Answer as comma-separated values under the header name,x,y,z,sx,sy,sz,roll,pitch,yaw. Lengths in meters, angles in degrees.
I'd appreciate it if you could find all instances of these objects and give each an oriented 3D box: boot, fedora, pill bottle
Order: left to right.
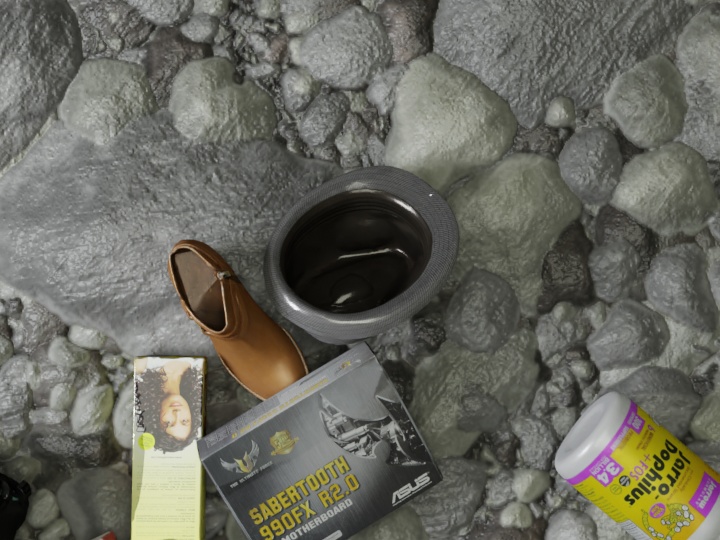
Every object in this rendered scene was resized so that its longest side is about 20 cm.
name,x,y,z,sx,sy,sz,roll,pitch,yaw
boot,-0.123,0.057,1.238,0.074,0.155,0.200,-41,90,-4
fedora,0.000,0.000,1.264,0.176,0.091,0.200,37,65,22
pill bottle,0.299,0.221,1.275,0.199,0.104,0.105,39,87,-1

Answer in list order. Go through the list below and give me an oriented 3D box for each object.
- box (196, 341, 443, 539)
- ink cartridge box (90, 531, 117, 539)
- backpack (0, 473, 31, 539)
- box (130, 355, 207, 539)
name,x,y,z,sx,sy,sz,roll,pitch,yaw
box,-0.039,0.189,1.264,0.199,0.048,0.159,-30,111,-4
ink cartridge box,-0.262,0.377,1.260,0.116,0.068,0.202,-25,87,-4
backpack,-0.439,0.235,1.208,0.198,0.176,0.155,23,83,3
box,-0.192,0.187,1.282,0.074,0.050,0.203,0,88,-3
